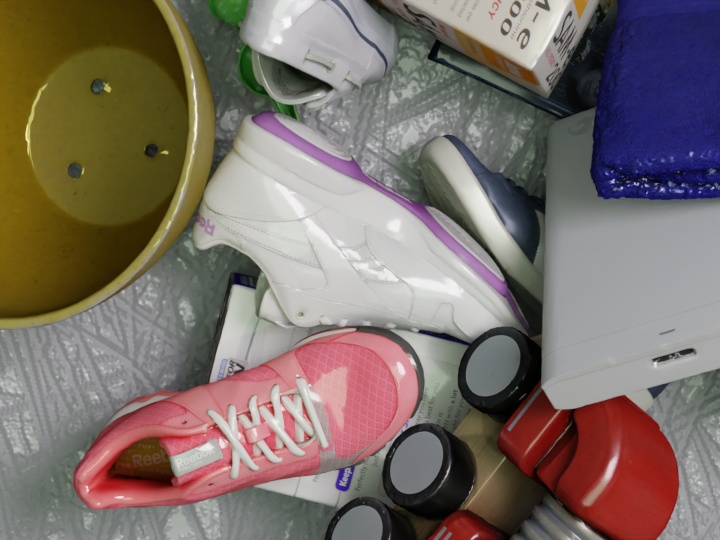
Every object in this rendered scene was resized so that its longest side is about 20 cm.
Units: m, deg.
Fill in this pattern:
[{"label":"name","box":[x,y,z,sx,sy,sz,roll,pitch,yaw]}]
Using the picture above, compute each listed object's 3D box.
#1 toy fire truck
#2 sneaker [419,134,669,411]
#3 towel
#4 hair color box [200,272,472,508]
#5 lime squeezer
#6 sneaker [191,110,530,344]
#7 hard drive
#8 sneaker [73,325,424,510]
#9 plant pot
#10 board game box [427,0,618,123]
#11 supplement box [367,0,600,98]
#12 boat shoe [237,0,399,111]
[{"label":"toy fire truck","box":[0.088,0.142,0.833,0.176,0.200,0.128,-51,132,3]},{"label":"sneaker","box":[0.118,-0.013,0.966,0.084,0.075,0.200,-43,103,-7]},{"label":"towel","box":[0.199,-0.116,0.863,0.146,0.201,0.050,-2,141,23]},{"label":"hair color box","box":[0.007,0.080,0.968,0.198,0.065,0.110,15,96,-8]},{"label":"lime squeezer","box":[-0.062,-0.127,0.927,0.037,0.071,0.201,-14,116,18]},{"label":"sneaker","box":[0.000,0.000,0.914,0.199,0.075,0.100,33,101,-13]},{"label":"hard drive","box":[0.157,-0.025,0.864,0.131,0.201,0.026,-18,128,22]},{"label":"sneaker","box":[-0.060,0.089,0.872,0.199,0.087,0.074,-20,94,20]},{"label":"plant pot","box":[-0.155,-0.073,0.883,0.198,0.142,0.202,0,91,15]},{"label":"board game box","box":[0.140,-0.186,0.960,0.134,0.035,0.202,23,95,-7]},{"label":"supplement box","box":[0.025,-0.173,0.882,0.199,0.126,0.074,30,94,10]},{"label":"boat shoe","box":[-0.031,-0.117,0.865,0.073,0.200,0.067,25,87,13]}]
